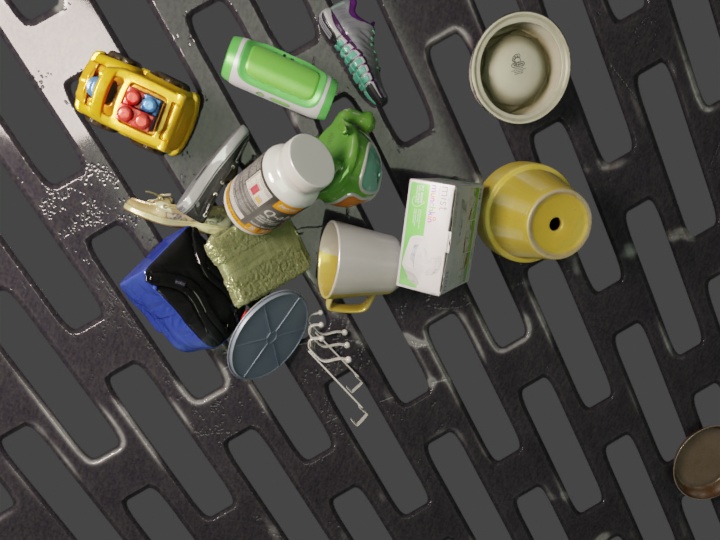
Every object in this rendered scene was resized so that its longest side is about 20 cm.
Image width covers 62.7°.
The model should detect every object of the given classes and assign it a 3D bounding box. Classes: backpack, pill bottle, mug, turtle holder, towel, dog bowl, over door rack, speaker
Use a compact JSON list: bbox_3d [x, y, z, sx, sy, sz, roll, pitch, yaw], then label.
[{"bbox_3d":[-0.320,0.046,1.091,0.201,0.167,0.163,52,47,-21],"label":"backpack"},{"bbox_3d":[-0.141,-0.146,1.017,0.199,0.117,0.117,-25,113,44],"label":"pill bottle"},{"bbox_3d":[0.001,-0.010,1.164,0.151,0.187,0.151,4,71,-19],"label":"mug"},{"bbox_3d":[-0.029,-0.205,1.105,0.131,0.187,0.141,24,135,-38],"label":"turtle holder"},{"bbox_3d":[-0.187,-0.031,1.110,0.199,0.036,0.150,-35,104,-41],"label":"towel"},{"bbox_3d":[0.296,-0.384,1.134,0.198,0.074,0.203,-2,104,-8],"label":"dog bowl"},{"bbox_3d":[-0.037,0.184,1.182,0.066,0.148,0.201,-29,106,5],"label":"over door rack"},{"bbox_3d":[-0.144,-0.345,1.066,0.198,0.088,0.089,20,100,-13],"label":"speaker"}]

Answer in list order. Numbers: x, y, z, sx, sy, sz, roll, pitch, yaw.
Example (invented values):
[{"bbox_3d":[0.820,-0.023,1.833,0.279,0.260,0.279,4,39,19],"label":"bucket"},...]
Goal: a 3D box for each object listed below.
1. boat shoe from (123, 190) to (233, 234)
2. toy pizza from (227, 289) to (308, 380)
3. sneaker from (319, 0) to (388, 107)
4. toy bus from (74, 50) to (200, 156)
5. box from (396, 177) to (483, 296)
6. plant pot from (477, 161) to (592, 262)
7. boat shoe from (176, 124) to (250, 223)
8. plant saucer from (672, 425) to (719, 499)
[{"bbox_3d":[-0.335,-0.112,1.104,0.198,0.073,0.063,12,96,-23],"label":"boat shoe"},{"bbox_3d":[-0.182,0.122,1.150,0.200,0.032,0.202,-35,142,-33],"label":"toy pizza"},{"bbox_3d":[0.011,-0.404,1.085,0.087,0.074,0.201,-36,106,-4],"label":"sneaker"},{"bbox_3d":[-0.387,-0.280,0.988,0.198,0.192,0.137,23,101,-12],"label":"toy bus"},{"bbox_3d":[0.155,-0.070,1.125,0.096,0.176,0.202,13,105,26],"label":"box"},{"bbox_3d":[0.344,-0.105,1.151,0.198,0.189,0.203,-2,104,-8],"label":"plant pot"},{"bbox_3d":[-0.258,-0.176,1.081,0.057,0.068,0.201,40,73,-25],"label":"boat shoe"},{"bbox_3d":[0.853,0.467,1.455,0.198,0.032,0.203,-2,104,-10],"label":"plant saucer"}]
